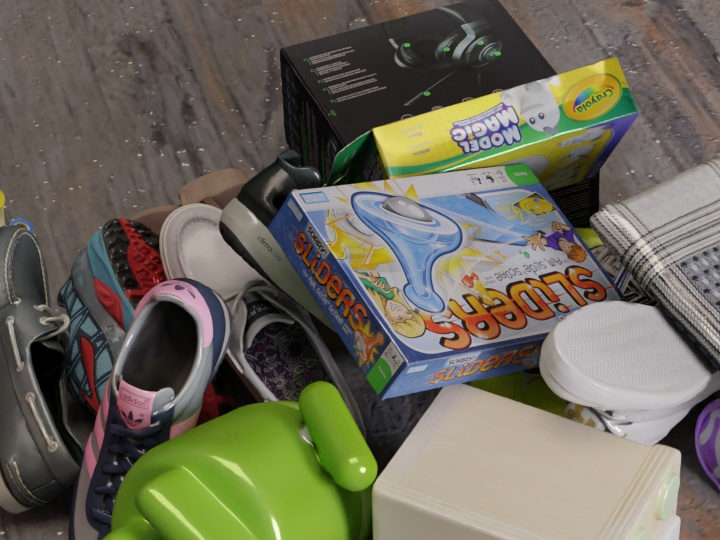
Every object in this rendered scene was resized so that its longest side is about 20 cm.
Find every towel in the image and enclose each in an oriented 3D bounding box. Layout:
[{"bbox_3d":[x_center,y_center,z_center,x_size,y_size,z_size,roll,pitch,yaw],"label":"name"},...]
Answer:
[{"bbox_3d":[0.264,0.006,1.426,0.200,0.035,0.193,-20,60,-40],"label":"towel"}]

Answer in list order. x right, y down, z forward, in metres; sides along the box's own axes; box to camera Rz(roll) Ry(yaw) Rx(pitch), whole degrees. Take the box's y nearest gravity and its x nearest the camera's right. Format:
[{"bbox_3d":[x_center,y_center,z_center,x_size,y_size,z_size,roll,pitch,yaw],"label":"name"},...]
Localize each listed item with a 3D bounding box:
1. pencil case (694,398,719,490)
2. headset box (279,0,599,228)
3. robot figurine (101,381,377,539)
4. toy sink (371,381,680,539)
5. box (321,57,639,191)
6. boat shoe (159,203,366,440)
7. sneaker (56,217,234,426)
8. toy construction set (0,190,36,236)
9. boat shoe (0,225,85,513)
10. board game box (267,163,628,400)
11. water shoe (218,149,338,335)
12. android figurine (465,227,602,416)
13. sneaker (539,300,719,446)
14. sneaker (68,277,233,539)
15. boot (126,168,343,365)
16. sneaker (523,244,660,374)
[{"bbox_3d":[0.301,0.075,1.486,0.200,0.086,0.084,-32,61,-28],"label":"pencil case"},{"bbox_3d":[0.052,-0.100,1.693,0.174,0.093,0.200,-17,43,-16],"label":"headset box"},{"bbox_3d":[-0.066,0.141,1.367,0.116,0.175,0.200,41,24,14],"label":"robot figurine"},{"bbox_3d":[0.119,0.166,1.355,0.200,0.130,0.112,17,44,22],"label":"toy sink"},{"bbox_3d":[0.071,-0.072,1.528,0.200,0.117,0.048,-16,74,-14],"label":"box"},{"bbox_3d":[-0.062,0.039,1.491,0.072,0.069,0.200,-25,79,-12],"label":"boat shoe"},{"bbox_3d":[-0.146,0.070,1.530,0.079,0.096,0.200,14,49,-41],"label":"sneaker"},{"bbox_3d":[-0.288,0.030,1.570,0.131,0.092,0.200,16,45,-18],"label":"toy construction set"},{"bbox_3d":[-0.205,0.056,1.505,0.062,0.073,0.200,-19,58,21],"label":"boat shoe"},{"bbox_3d":[0.059,0.003,1.416,0.200,0.034,0.135,-9,55,-42],"label":"board game box"},{"bbox_3d":[0.000,0.000,1.476,0.079,0.200,0.072,-49,42,3],"label":"water shoe"},{"bbox_3d":[0.140,0.038,1.572,0.200,0.041,0.182,4,41,4],"label":"android figurine"},{"bbox_3d":[0.151,0.075,1.406,0.200,0.116,0.074,-4,55,-49],"label":"sneaker"},{"bbox_3d":[-0.136,0.098,1.411,0.070,0.082,0.200,14,84,11],"label":"sneaker"},{"bbox_3d":[-0.068,-0.011,1.605,0.200,0.070,0.146,-15,49,-6],"label":"boot"},{"bbox_3d":[0.181,0.016,1.520,0.200,0.077,0.076,-25,70,-6],"label":"sneaker"}]
